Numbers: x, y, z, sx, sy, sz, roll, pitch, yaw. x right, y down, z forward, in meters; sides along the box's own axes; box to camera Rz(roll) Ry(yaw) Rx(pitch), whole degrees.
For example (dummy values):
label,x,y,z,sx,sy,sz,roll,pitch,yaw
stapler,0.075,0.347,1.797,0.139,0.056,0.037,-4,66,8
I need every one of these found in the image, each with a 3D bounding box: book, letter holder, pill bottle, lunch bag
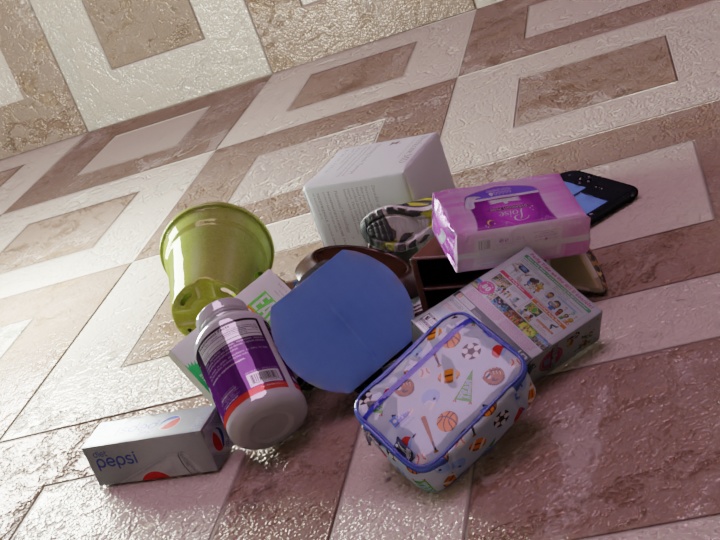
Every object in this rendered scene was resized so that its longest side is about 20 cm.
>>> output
label,x,y,z,sx,sy,sz,roll,pitch,yaw
book,-0.162,0.107,1.723,0.200,0.134,0.048,-41,-7,-27
letter holder,0.183,-0.014,1.721,0.141,0.101,0.200,-5,20,30
pill bottle,-0.155,0.134,1.597,0.112,0.113,0.201,-24,52,-8
lunch bag,0.093,0.150,1.387,0.200,0.076,0.160,-41,50,-10

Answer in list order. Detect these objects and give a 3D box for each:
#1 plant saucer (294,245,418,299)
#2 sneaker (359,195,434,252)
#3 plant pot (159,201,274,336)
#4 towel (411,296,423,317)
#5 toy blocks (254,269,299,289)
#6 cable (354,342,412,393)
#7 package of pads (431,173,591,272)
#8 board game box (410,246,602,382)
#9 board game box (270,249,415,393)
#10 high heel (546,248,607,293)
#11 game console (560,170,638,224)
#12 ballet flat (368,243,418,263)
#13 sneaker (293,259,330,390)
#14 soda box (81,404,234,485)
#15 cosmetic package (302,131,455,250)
label,x,y,z,sx,sy,sz,roll,pitch,yaw
plant saucer,0.000,0.000,1.807,0.198,0.032,0.200,8,18,-3
sneaker,0.099,-0.078,1.880,0.198,0.075,0.085,-9,9,10
plant pot,-0.244,0.018,1.977,0.199,0.201,0.185,-17,33,9
towel,0.030,0.063,1.816,0.199,0.024,0.147,-23,20,-10
toy blocks,-0.087,0.037,1.868,0.136,0.101,0.200,-13,1,14
cable,0.063,0.123,1.609,0.162,0.051,0.200,-6,27,34
package of pads,0.204,-0.065,1.621,0.198,0.076,0.121,-9,37,-11
board game box,0.186,0.075,1.515,0.199,0.065,0.148,-31,53,-19
board game box,-0.024,0.075,1.614,0.200,0.158,0.039,-39,-8,-20
high heel,0.321,-0.027,1.724,0.142,0.072,0.200,5,31,-43
game console,0.323,-0.101,1.918,0.199,0.031,0.177,-31,23,-20
ballet flat,0.008,-0.016,1.951,0.199,0.064,0.067,-8,-2,26
sneaker,-0.061,0.080,1.695,0.080,0.086,0.201,21,77,43
soda box,-0.277,0.240,1.620,0.199,0.069,0.064,-11,24,23
cosmetic package,0.042,-0.117,2.026,0.199,0.167,0.167,-7,26,30
